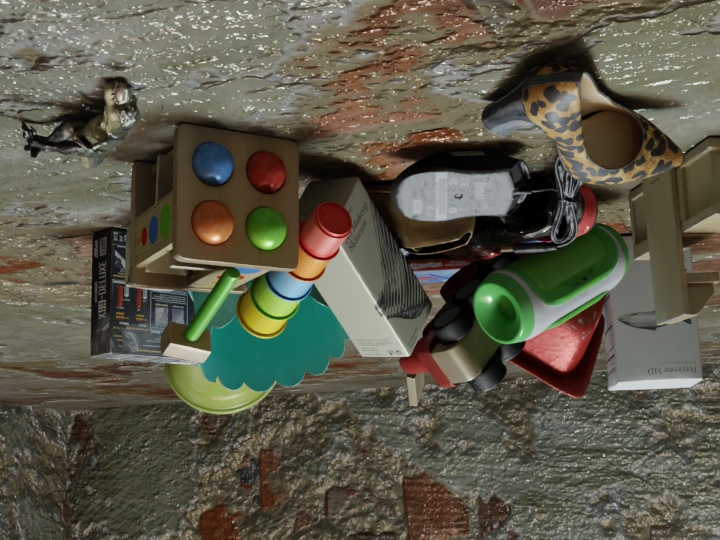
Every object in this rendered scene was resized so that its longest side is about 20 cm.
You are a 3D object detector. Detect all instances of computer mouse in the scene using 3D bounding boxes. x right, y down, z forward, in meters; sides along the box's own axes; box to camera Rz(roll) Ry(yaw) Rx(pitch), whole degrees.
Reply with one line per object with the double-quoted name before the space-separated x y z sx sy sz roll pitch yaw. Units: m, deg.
"computer mouse" 0.132 -0.072 1.119 0.197 0.046 0.141 -6 137 6

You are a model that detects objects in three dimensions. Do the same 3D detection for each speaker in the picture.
"speaker" 0.220 0.012 1.231 0.199 0.089 0.088 -25 -176 -37

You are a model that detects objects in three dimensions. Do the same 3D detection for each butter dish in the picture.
"butter dish" 0.249 0.030 1.421 0.198 0.200 0.149 30 130 4

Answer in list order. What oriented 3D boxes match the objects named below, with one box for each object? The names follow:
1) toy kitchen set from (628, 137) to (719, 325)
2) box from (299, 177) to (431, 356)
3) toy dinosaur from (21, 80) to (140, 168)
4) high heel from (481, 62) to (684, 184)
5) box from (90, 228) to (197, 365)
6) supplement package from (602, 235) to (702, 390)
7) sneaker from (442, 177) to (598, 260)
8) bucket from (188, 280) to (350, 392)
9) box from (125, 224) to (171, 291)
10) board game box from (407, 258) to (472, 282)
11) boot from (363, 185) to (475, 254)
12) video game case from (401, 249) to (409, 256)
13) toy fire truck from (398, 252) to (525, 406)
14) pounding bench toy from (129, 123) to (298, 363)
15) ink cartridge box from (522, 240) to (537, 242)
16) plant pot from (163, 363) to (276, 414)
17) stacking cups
"toy kitchen set" 0.410 -0.030 1.163 0.178 0.165 0.200 0 168 -10
"box" 0.000 0.000 1.175 0.068 0.083 0.201 -2 136 35
"toy dinosaur" -0.251 -0.116 0.956 0.087 0.048 0.200 -4 173 -23
"high heel" 0.215 -0.122 0.913 0.198 0.072 0.142 11 171 -16
"box" -0.253 0.040 1.410 0.199 0.160 0.049 9 164 -44
"supplement package" 0.397 0.059 1.492 0.115 0.203 0.117 -4 168 6
"sneaker" 0.160 -0.060 1.214 0.199 0.072 0.097 -13 164 35
"bucket" -0.119 0.044 1.357 0.205 0.136 0.208 -11 146 -8
"box" -0.203 -0.032 1.266 0.068 0.083 0.199 8 163 -36
"board game box" 0.119 0.000 1.568 0.198 0.020 0.103 -3 169 -25
"boot" 0.035 -0.055 1.210 0.198 0.076 0.073 -6 169 26
"video game case" -0.038 -0.025 1.475 0.198 0.019 0.143 3 167 -17
"toy fire truck" 0.115 0.081 1.323 0.199 0.176 0.129 -17 116 49
"pounding bench toy" -0.139 -0.019 1.043 0.123 0.203 0.156 5 167 -29
"ink cartridge box" 0.187 -0.048 1.366 0.198 0.038 0.095 -5 168 23
"plant pot" -0.222 0.102 1.696 0.198 0.203 0.185 -1 156 -2
"stacking cups" -0.063 0.002 1.089 0.060 0.061 0.200 5 152 -28
